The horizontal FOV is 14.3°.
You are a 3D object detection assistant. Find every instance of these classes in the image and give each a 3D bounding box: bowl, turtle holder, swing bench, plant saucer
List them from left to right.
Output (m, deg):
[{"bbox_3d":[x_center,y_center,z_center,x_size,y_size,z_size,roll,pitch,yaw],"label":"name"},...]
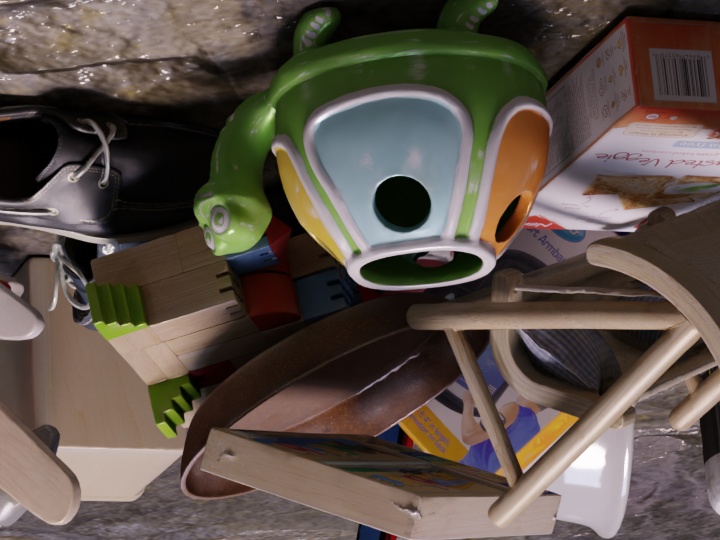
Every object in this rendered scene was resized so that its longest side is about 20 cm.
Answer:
[{"bbox_3d":[-0.019,0.067,1.634,0.200,0.034,0.200,-25,163,-8],"label":"plant saucer"},{"bbox_3d":[0.009,-0.062,1.513,0.185,0.132,0.141,0,162,-11],"label":"turtle holder"},{"bbox_3d":[0.117,0.072,1.838,0.090,0.201,0.201,-1,162,-5],"label":"bowl"},{"bbox_3d":[0.173,0.028,1.547,0.200,0.130,0.199,-25,176,41],"label":"swing bench"}]

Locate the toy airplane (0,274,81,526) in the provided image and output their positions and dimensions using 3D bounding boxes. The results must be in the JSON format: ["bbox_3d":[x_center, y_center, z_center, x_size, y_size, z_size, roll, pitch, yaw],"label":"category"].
[{"bbox_3d":[-0.280,0.081,1.813,0.199,0.200,0.141,-8,156,2],"label":"toy airplane"}]

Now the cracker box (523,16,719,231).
[{"bbox_3d":[0.173,-0.077,1.611,0.134,0.058,0.200,1,162,-19],"label":"cracker box"}]

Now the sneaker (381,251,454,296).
[{"bbox_3d":[0.040,0.035,1.895,0.074,0.087,0.200,-6,162,12],"label":"sneaker"}]

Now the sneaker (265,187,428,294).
[{"bbox_3d":[0.000,-0.001,1.746,0.200,0.104,0.060,-6,162,9],"label":"sneaker"}]

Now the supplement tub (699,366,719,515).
[{"bbox_3d":[0.270,0.051,1.798,0.122,0.200,0.123,-4,163,-1],"label":"supplement tub"}]

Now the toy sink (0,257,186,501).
[{"bbox_3d":[-0.193,0.084,1.940,0.112,0.130,0.200,3,160,-20],"label":"toy sink"}]

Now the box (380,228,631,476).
[{"bbox_3d":[0.104,0.034,1.741,0.200,0.119,0.041,-44,159,0],"label":"box"}]

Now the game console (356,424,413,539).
[{"bbox_3d":[-0.020,0.101,1.870,0.172,0.119,0.200,42,170,0],"label":"game console"}]

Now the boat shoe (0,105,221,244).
[{"bbox_3d":[-0.158,-0.057,1.598,0.200,0.072,0.068,2,166,-8],"label":"boat shoe"}]

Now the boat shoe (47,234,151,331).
[{"bbox_3d":[-0.154,-0.014,1.728,0.062,0.075,0.200,1,160,-18],"label":"boat shoe"}]

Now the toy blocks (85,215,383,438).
[{"bbox_3d":[-0.063,0.024,1.630,0.137,0.100,0.200,-18,155,7],"label":"toy blocks"}]

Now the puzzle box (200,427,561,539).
[{"bbox_3d":[0.015,0.118,1.589,0.133,0.025,0.200,16,-177,25],"label":"puzzle box"}]
